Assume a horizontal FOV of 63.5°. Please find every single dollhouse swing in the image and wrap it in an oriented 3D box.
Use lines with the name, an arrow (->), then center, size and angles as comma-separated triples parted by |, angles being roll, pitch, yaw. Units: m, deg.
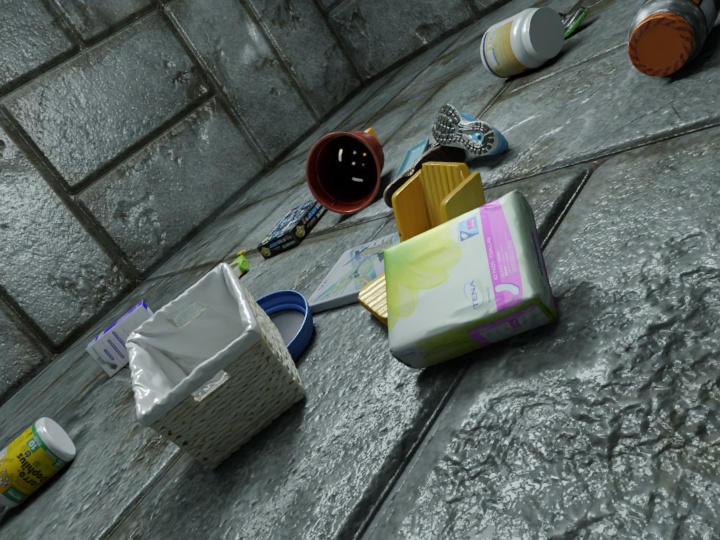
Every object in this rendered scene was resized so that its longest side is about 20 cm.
dollhouse swing -> 0.072, -0.047, 0.872 | 0.171, 0.187, 0.200 | -18, 16, -14

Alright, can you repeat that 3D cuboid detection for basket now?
basket -> -0.215, 0.137, 0.862 | 0.196, 0.162, 0.200 | -37, 39, -3

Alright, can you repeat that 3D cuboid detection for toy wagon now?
toy wagon -> -0.390, 0.012, 1.719 | 0.153, 0.040, 0.201 | -21, 24, 39

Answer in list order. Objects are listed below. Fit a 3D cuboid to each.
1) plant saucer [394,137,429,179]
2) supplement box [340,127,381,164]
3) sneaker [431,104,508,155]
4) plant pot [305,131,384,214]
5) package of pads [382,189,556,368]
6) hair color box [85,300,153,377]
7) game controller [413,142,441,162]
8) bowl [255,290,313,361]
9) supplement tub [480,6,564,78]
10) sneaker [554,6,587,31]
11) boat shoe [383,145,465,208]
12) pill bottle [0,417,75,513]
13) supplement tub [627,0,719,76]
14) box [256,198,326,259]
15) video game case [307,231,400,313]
plant saucer -> 0.139, -0.289, 1.520 | 0.069, 0.019, 0.201 | -26, 21, 29
supplement box -> -0.038, -0.381, 1.954 | 0.197, 0.074, 0.127 | -22, 24, 36
sneaker -> 0.225, -0.279, 1.205 | 0.200, 0.088, 0.080 | 44, 119, 44
plant pot -> -0.024, -0.275, 1.536 | 0.197, 0.204, 0.196 | -27, 12, 22
package of pads -> 0.121, 0.018, 0.690 | 0.196, 0.068, 0.158 | -24, 50, 29
hair color box -> -0.677, 0.197, 1.687 | 0.199, 0.111, 0.065 | -40, 19, -11
game controller -> 0.186, -0.289, 1.349 | 0.102, 0.043, 0.200 | -24, 9, 28
bowl -> -0.170, 0.120, 1.030 | 0.196, 0.040, 0.203 | -23, 32, 15
supplement tub -> 0.428, -0.604, 1.547 | 0.144, 0.146, 0.199 | -41, 20, -15
sneaker -> 0.543, -0.690, 1.633 | 0.077, 0.085, 0.198 | -46, 21, -27
boat shoe -> 0.133, -0.205, 1.259 | 0.199, 0.076, 0.075 | -30, 2, -1
pill bottle -> -0.724, 0.424, 1.240 | 0.199, 0.114, 0.112 | -41, 20, -15
supplement tub -> 0.526, -0.417, 0.979 | 0.121, 0.124, 0.201 | -11, 31, 51
box -> -0.193, -0.129, 1.685 | 0.156, 0.046, 0.201 | -20, 26, 40
video game case -> 0.000, 0.000, 1.091 | 0.197, 0.022, 0.183 | -18, 27, 43
